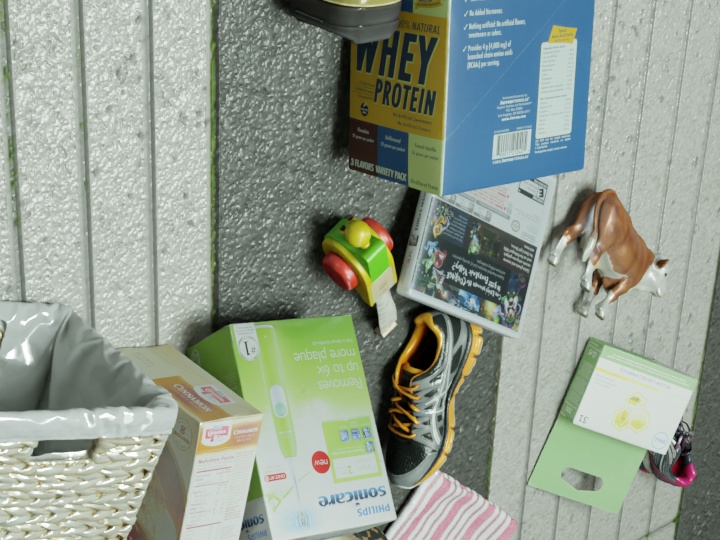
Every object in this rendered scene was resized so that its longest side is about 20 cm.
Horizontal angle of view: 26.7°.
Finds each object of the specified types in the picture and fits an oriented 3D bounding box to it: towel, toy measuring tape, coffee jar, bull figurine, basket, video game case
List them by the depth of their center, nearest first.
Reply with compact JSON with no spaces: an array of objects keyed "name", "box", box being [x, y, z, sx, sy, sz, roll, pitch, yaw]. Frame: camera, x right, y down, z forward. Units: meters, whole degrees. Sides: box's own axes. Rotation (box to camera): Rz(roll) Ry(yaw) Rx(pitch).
[{"name":"basket","box":[-0.286,0.134,1.203,0.196,0.199,0.163,3,111,-43]},{"name":"coffee jar","box":[-0.008,-0.301,1.302,0.085,0.104,0.203,-15,121,-39]},{"name":"toy measuring tape","box":[0.000,0.000,1.513,0.074,0.073,0.201,-45,157,-16]},{"name":"video game case","box":[0.125,-0.039,1.589,0.199,0.023,0.184,22,80,-47]},{"name":"bull figurine","box":[0.292,-0.011,1.758,0.122,0.065,0.200,-53,136,-12]},{"name":"towel","box":[0.099,0.324,1.782,0.200,0.030,0.147,37,84,-46]}]

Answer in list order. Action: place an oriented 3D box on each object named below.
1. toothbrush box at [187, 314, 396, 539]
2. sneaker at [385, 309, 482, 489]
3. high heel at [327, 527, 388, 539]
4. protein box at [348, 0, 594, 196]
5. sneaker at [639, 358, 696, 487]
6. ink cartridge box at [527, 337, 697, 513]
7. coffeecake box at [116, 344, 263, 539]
[{"name":"toothbrush box","box":[-0.065,0.152,1.420,0.144,0.086,0.203,-2,75,-38]},{"name":"sneaker","box":[0.062,0.133,1.619,0.077,0.078,0.203,18,88,-47]},{"name":"high heel","box":[-0.059,0.251,1.468,0.199,0.142,0.072,16,101,-45]},{"name":"protein box","box":[0.105,-0.193,1.421,0.197,0.134,0.203,-12,111,-39]},{"name":"sneaker","box":[0.392,0.195,1.953,0.080,0.074,0.201,-39,132,-19]},{"name":"ink cartridge box","box":[0.309,0.199,1.862,0.144,0.048,0.202,20,96,-21]},{"name":"coffeecake box","box":[-0.175,0.191,1.367,0.072,0.153,0.203,-4,113,-41]}]
